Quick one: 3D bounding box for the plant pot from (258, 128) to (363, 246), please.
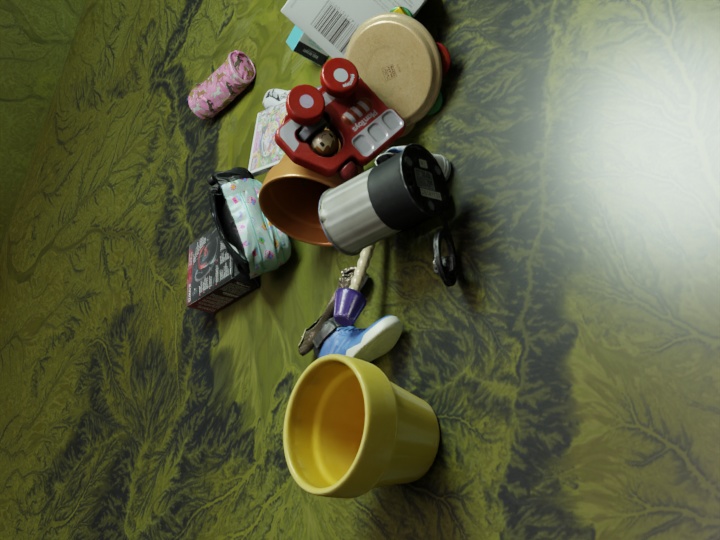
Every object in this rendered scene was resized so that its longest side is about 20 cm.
[{"bbox_3d":[-0.073,-0.159,1.629,0.198,0.199,0.142,-21,42,44],"label":"plant pot"}]

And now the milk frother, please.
[{"bbox_3d":[0.055,-0.061,1.425,0.186,0.179,0.204,-24,52,39],"label":"milk frother"}]

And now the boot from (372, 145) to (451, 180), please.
[{"bbox_3d":[0.057,-0.178,1.533,0.198,0.094,0.075,-5,71,50],"label":"boot"}]

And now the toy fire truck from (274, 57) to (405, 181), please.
[{"bbox_3d":[-0.038,-0.243,1.514,0.200,0.168,0.112,-42,-7,-22],"label":"toy fire truck"}]

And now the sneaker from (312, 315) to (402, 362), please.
[{"bbox_3d":[-0.014,0.110,1.522,0.200,0.076,0.113,-49,52,36],"label":"sneaker"}]

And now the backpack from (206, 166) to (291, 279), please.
[{"bbox_3d":[-0.221,-0.089,1.770,0.167,0.124,0.203,95,151,-72],"label":"backpack"}]

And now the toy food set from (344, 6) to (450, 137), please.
[{"bbox_3d":[0.061,-0.347,1.561,0.197,0.048,0.202,-36,87,33],"label":"toy food set"}]

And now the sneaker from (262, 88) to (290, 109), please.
[{"bbox_3d":[-0.151,-0.309,1.855,0.198,0.074,0.117,14,84,49],"label":"sneaker"}]

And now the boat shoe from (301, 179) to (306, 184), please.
[{"bbox_3d":[-0.124,-0.205,1.768,0.072,0.075,0.201,49,116,16],"label":"boat shoe"}]

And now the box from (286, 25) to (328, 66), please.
[{"bbox_3d":[-0.066,-0.530,1.835,0.202,0.081,0.049,-56,40,19],"label":"box"}]

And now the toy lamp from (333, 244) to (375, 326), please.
[{"bbox_3d":[0.000,0.000,1.521,0.058,0.058,0.203,-17,44,46],"label":"toy lamp"}]

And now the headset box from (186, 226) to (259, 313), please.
[{"bbox_3d":[-0.302,-0.008,1.922,0.198,0.074,0.152,-28,55,41],"label":"headset box"}]

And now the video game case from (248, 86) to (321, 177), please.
[{"bbox_3d":[-0.141,-0.274,1.764,0.197,0.018,0.146,-13,60,39],"label":"video game case"}]

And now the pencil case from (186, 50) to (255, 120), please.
[{"bbox_3d":[-0.330,-0.439,2.124,0.198,0.087,0.083,-28,24,41],"label":"pencil case"}]

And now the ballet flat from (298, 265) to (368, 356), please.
[{"bbox_3d":[-0.058,0.070,1.599,0.201,0.046,0.068,-52,8,20],"label":"ballet flat"}]

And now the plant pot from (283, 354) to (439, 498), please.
[{"bbox_3d":[0.012,0.244,1.349,0.199,0.187,0.205,-22,59,43],"label":"plant pot"}]

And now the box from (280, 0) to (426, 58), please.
[{"bbox_3d":[-0.003,-0.494,1.624,0.200,0.198,0.131,-46,11,28],"label":"box"}]
